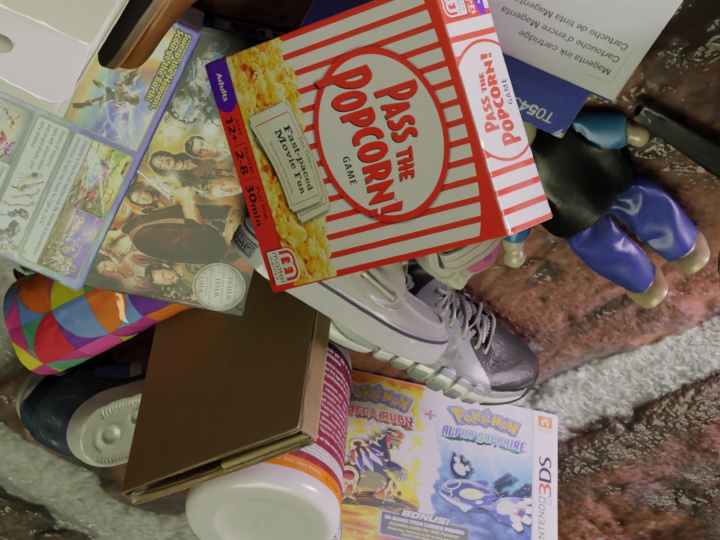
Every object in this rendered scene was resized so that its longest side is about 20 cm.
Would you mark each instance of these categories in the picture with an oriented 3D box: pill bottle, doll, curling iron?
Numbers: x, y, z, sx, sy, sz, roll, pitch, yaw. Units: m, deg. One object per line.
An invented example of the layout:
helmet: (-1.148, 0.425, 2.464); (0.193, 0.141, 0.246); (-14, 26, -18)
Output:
pill bottle: (-0.064, 0.105, 1.394); (0.112, 0.201, 0.113); (3, 140, 3)
doll: (0.152, -0.049, 1.300); (0.136, 0.049, 0.200); (-41, 122, 15)
curling iron: (0.259, -0.057, 1.296); (0.200, 0.026, 0.050); (34, 109, -30)

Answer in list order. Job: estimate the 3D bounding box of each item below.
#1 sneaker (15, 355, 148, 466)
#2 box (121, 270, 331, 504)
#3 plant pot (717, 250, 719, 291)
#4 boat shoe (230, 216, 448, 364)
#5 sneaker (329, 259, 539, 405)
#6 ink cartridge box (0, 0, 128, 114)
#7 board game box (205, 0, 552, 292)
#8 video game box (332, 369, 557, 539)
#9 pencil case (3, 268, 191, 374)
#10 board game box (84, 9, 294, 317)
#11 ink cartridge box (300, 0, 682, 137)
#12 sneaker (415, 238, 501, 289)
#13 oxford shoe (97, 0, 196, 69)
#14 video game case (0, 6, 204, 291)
sneaker: (-0.177, 0.096, 1.508); (0.199, 0.146, 0.081); (-13, 110, -34)
box: (-0.090, 0.060, 1.345); (0.163, 0.201, 0.021); (-22, 132, 30)
plant pot: (0.316, -0.072, 1.154); (0.179, 0.201, 0.200); (4, 140, 12)
boat shoe: (0.000, 0.000, 1.284); (0.200, 0.072, 0.066); (32, 101, -35)
sneaker: (0.069, 0.027, 1.389); (0.199, 0.075, 0.116); (19, 129, -23)
ink cartridge box: (-0.189, -0.199, 1.051); (0.128, 0.201, 0.125); (22, 137, -19)
board game box: (0.007, -0.080, 1.128); (0.200, 0.046, 0.152); (-14, 94, 44)
video game box: (0.058, 0.175, 1.479); (0.199, 0.183, 0.047); (13, 136, -9)
pencil case: (-0.176, 0.011, 1.392); (0.199, 0.089, 0.088); (-22, 133, 32)
board game box: (-0.123, -0.075, 1.257); (0.135, 0.035, 0.201); (11, 115, -7)
ink cartridge box: (0.092, -0.179, 1.134); (0.196, 0.043, 0.200); (20, 123, -18)
sneaker: (0.061, -0.045, 1.236); (0.081, 0.088, 0.200); (-39, 167, -4)
oxford shoe: (-0.082, -0.190, 1.111); (0.071, 0.071, 0.200); (30, 110, -33)
video game case: (-0.221, -0.110, 1.193); (0.181, 0.045, 0.200); (24, 112, -11)
